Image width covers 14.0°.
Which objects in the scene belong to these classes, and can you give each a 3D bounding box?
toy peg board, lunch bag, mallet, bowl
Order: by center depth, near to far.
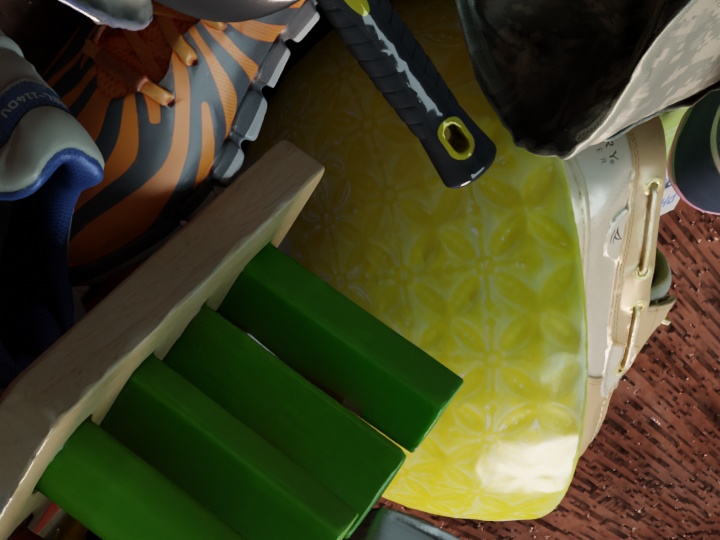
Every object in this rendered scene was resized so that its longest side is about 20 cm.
[{"bbox_3d":[-0.013,-0.108,0.842,0.066,0.041,0.200,-48,119,-5],"label":"mallet"},{"bbox_3d":[-0.068,0.092,0.923,0.199,0.098,0.200,-57,174,32],"label":"toy peg board"},{"bbox_3d":[0.113,-0.147,0.977,0.164,0.117,0.201,-29,124,-41],"label":"lunch bag"},{"bbox_3d":[0.000,0.000,1.069,0.107,0.201,0.200,-9,148,-15],"label":"bowl"}]

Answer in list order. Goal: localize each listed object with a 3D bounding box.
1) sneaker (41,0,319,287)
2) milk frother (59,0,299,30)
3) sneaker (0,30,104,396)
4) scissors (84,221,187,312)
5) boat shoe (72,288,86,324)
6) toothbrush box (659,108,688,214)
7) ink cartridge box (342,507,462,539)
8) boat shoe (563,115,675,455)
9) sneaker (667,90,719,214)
[{"bbox_3d":[-0.058,-0.094,0.904,0.200,0.077,0.112,-55,158,-11],"label":"sneaker"},{"bbox_3d":[-0.066,-0.174,0.667,0.200,0.181,0.188,33,103,-26],"label":"milk frother"},{"bbox_3d":[-0.132,0.025,0.882,0.075,0.088,0.200,-13,130,-40],"label":"sneaker"},{"bbox_3d":[-0.068,-0.021,1.099,0.073,0.014,0.200,-12,139,-57],"label":"scissors"},{"bbox_3d":[-0.173,0.079,0.980,0.200,0.071,0.091,-51,159,10],"label":"boat shoe"},{"bbox_3d":[0.101,-0.101,1.184,0.145,0.086,0.200,-25,150,-46],"label":"toothbrush box"},{"bbox_3d":[-0.035,0.175,0.968,0.200,0.050,0.161,-65,-171,-10],"label":"ink cartridge box"},{"bbox_3d":[0.089,0.008,1.138,0.069,0.074,0.200,-22,148,-14],"label":"boat shoe"},{"bbox_3d":[0.192,-0.099,1.179,0.200,0.070,0.082,-44,-173,-21],"label":"sneaker"}]
